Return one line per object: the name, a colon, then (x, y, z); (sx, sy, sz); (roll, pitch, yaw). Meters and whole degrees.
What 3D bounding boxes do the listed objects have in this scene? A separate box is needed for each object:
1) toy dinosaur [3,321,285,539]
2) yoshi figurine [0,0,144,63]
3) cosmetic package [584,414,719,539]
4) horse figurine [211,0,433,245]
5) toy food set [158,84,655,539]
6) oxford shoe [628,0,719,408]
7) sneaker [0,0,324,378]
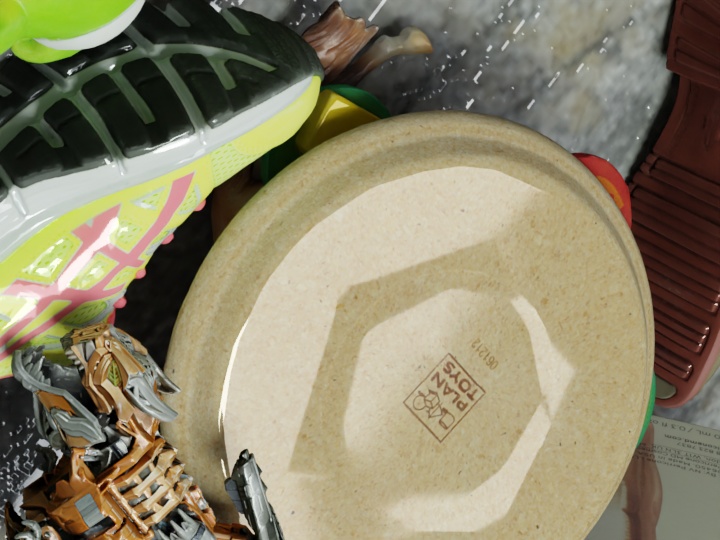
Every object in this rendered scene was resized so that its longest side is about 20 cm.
toy dinosaur: (-0.086, 0.121, 0.919); (0.135, 0.102, 0.201); (-13, 88, 1)
yoshi figurine: (-0.082, -0.120, 0.882); (0.200, 0.113, 0.112); (-29, 174, -41)
cosmetic package: (0.104, 0.147, 1.108); (0.087, 0.200, 0.104); (12, 116, 1)
horse figurine: (0.000, 0.000, 1.019); (0.132, 0.050, 0.201); (-34, 117, -13)
toy food set: (0.020, 0.037, 0.984); (0.199, 0.049, 0.199); (29, 90, -30)
oxford shoe: (0.156, -0.038, 1.132); (0.075, 0.070, 0.201); (-9, 123, -42)
sneaker: (-0.098, -0.015, 0.933); (0.199, 0.078, 0.091); (-30, 133, -7)
